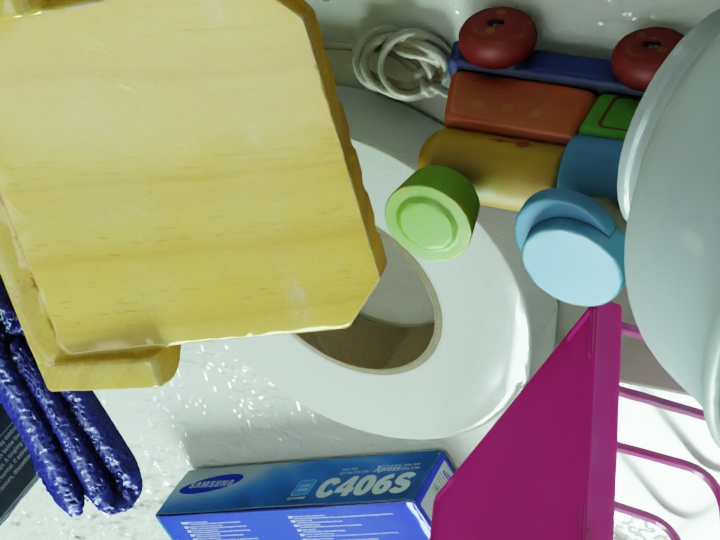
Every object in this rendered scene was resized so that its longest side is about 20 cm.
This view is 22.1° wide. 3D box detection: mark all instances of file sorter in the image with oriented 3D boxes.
[{"bbox_3d":[0.121,0.138,0.872,0.125,0.139,0.200,17,141,-12],"label":"file sorter"}]

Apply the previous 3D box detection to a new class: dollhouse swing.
[{"bbox_3d":[-0.090,-0.071,0.850,0.175,0.182,0.200,-14,117,6],"label":"dollhouse swing"}]

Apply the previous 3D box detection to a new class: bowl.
[{"bbox_3d":[0.158,-0.037,0.675,0.090,0.201,0.201,34,143,31],"label":"bowl"}]

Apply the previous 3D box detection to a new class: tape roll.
[{"bbox_3d":[0.000,0.000,0.918,0.202,0.037,0.203,19,136,20],"label":"tape roll"}]

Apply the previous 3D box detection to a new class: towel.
[{"bbox_3d":[-0.188,0.044,0.998,0.148,0.049,0.200,60,171,-26],"label":"towel"}]

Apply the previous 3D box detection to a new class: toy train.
[{"bbox_3d":[0.043,-0.049,0.781,0.199,0.116,0.085,12,133,25],"label":"toy train"}]

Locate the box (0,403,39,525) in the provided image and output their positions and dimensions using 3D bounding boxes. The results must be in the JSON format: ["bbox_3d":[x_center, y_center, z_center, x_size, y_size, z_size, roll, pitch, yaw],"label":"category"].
[{"bbox_3d":[-0.298,0.088,1.151,0.200,0.107,0.148,41,140,-5],"label":"box"}]

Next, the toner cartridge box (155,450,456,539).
[{"bbox_3d":[-0.017,0.158,1.073,0.200,0.043,0.095,-9,122,39],"label":"toner cartridge box"}]
